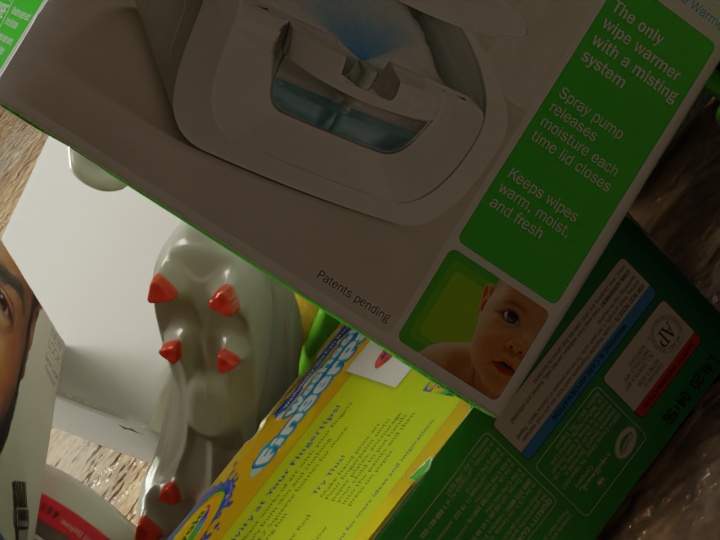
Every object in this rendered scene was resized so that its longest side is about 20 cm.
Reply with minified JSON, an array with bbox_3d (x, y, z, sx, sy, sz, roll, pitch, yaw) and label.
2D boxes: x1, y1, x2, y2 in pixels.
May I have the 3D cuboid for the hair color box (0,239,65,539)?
[{"bbox_3d":[-0.176,0.087,0.906,0.064,0.111,0.201,-6,55,12],"label":"hair color box"}]

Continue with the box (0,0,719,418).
[{"bbox_3d":[0.000,-0.083,0.732,0.177,0.200,0.097,-57,21,-1],"label":"box"}]

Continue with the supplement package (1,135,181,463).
[{"bbox_3d":[-0.086,-0.015,1.066,0.117,0.117,0.201,18,76,23],"label":"supplement package"}]

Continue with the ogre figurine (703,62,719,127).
[{"bbox_3d":[0.176,-0.088,0.770,0.120,0.098,0.200,-47,18,1],"label":"ogre figurine"}]

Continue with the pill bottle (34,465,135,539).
[{"bbox_3d":[-0.180,0.189,0.985,0.111,0.111,0.200,-22,32,54],"label":"pill bottle"}]

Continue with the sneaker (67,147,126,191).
[{"bbox_3d":[-0.078,-0.112,0.805,0.201,0.074,0.100,94,-165,-48],"label":"sneaker"}]

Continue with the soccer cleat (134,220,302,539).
[{"bbox_3d":[-0.053,0.061,0.936,0.078,0.069,0.201,-53,-28,-54],"label":"soccer cleat"}]

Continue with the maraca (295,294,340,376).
[{"bbox_3d":[0.000,0.000,0.998,0.137,0.107,0.201,-58,-7,-48],"label":"maraca"}]

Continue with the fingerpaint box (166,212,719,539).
[{"bbox_3d":[0.022,0.076,0.830,0.200,0.073,0.167,-51,19,-15],"label":"fingerpaint box"}]

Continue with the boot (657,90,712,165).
[{"bbox_3d":[0.146,-0.120,0.902,0.201,0.073,0.096,-66,18,11],"label":"boot"}]
